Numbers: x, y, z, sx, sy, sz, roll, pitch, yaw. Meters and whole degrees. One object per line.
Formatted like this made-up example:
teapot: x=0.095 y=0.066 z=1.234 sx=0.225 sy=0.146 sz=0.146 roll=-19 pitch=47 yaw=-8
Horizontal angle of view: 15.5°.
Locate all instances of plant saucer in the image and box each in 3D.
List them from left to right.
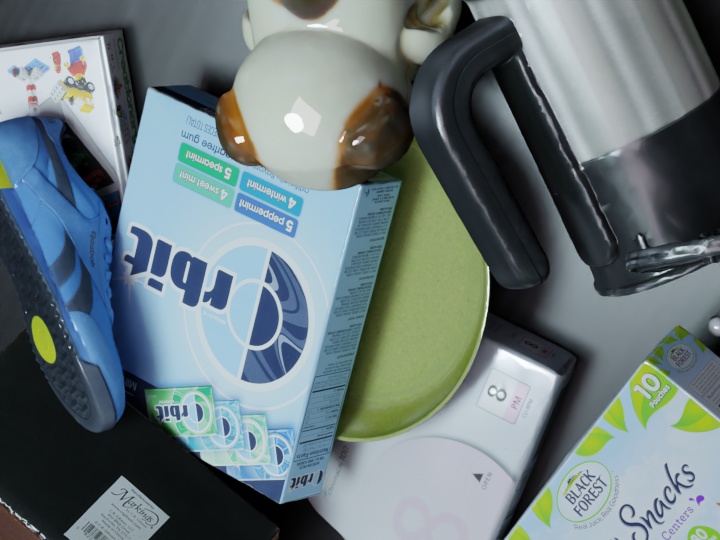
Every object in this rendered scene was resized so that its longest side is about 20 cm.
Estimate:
plant saucer: x=0.000 y=0.000 z=1.566 sx=0.199 sy=0.031 sz=0.201 roll=4 pitch=98 yaw=35

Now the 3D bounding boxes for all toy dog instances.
toy dog: x=-0.009 y=-0.144 z=1.465 sx=0.139 sy=0.194 sz=0.201 roll=4 pitch=85 yaw=11

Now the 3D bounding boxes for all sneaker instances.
sneaker: x=-0.169 y=-0.003 z=1.579 sx=0.201 sy=0.078 sz=0.066 roll=66 pitch=151 yaw=14

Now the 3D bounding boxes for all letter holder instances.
letter holder: x=-0.162 y=0.154 z=1.621 sx=0.200 sy=0.101 sz=0.142 roll=39 pitch=155 yaw=11

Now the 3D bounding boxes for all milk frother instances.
milk frother: x=0.150 y=-0.086 z=1.407 sx=0.200 sy=0.180 sz=0.189 roll=-15 pitch=105 yaw=50

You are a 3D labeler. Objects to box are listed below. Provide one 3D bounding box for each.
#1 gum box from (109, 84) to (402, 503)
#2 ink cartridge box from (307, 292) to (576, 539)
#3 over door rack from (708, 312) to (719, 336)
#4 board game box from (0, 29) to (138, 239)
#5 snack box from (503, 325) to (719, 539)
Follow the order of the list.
gum box: x=-0.074 y=0.012 z=1.575 sx=0.170 sy=0.044 sz=0.201 roll=25 pitch=109 yaw=33
ink cartridge box: x=0.011 y=0.085 z=1.602 sx=0.199 sy=0.057 sz=0.163 roll=25 pitch=110 yaw=9
over door rack: x=0.308 y=0.055 z=1.469 sx=0.200 sy=0.067 sz=0.148 roll=-24 pitch=94 yaw=24
board game box: x=-0.233 y=-0.076 z=1.662 sx=0.199 sy=0.035 sz=0.127 roll=-5 pitch=100 yaw=22
snack box: x=0.178 y=0.146 z=1.520 sx=0.142 sy=0.053 sz=0.200 roll=40 pitch=131 yaw=9
